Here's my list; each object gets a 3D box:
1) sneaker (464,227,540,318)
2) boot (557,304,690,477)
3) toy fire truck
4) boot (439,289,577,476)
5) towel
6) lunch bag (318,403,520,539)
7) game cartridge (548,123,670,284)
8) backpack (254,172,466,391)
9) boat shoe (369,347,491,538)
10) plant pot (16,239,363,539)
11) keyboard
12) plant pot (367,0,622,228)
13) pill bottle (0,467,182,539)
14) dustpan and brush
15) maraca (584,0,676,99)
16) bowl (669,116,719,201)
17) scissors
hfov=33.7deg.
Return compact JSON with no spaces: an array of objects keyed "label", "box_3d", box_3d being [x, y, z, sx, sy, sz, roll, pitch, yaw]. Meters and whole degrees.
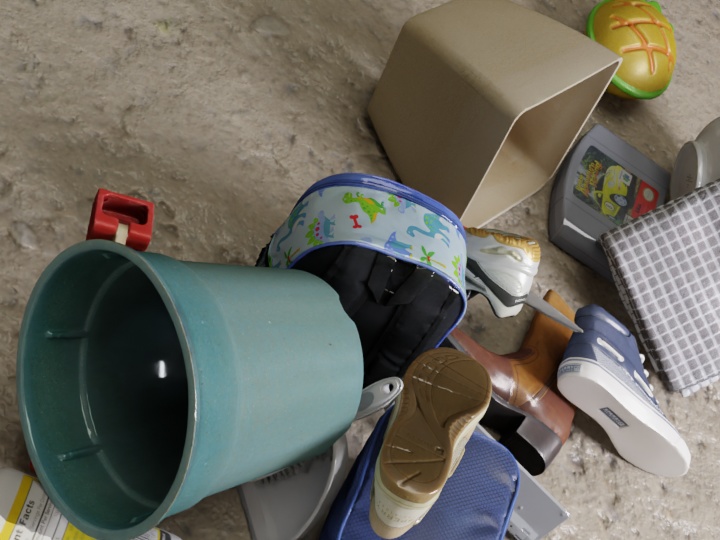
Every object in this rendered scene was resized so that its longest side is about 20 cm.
[{"label":"sneaker","box_3d":[0.079,-0.009,1.181,0.198,0.089,0.075,18,11,34]},{"label":"boot","box_3d":[0.277,0.123,1.206,0.200,0.072,0.091,44,51,-30]},{"label":"toy fire truck","box_3d":[-0.216,0.053,0.955,0.048,0.141,0.202,15,54,-20]},{"label":"boot","box_3d":[0.165,0.077,1.208,0.188,0.069,0.200,41,48,1]},{"label":"towel","box_3d":[0.371,0.018,1.289,0.164,0.086,0.202,-26,85,4]},{"label":"lunch bag","box_3d":[0.041,0.219,1.002,0.135,0.133,0.201,27,51,-1]},{"label":"game cartridge","box_3d":[0.293,-0.084,1.410,0.132,0.041,0.201,30,50,-4]},{"label":"backpack","box_3d":[0.000,0.000,1.076,0.181,0.200,0.148,20,52,-16]},{"label":"boat shoe","box_3d":[0.052,0.132,0.943,0.072,0.065,0.200,25,33,5]},{"label":"plant pot","box_3d":[-0.113,0.076,0.868,0.195,0.200,0.202,-4,61,-48]},{"label":"keyboard","box_3d":[0.107,0.176,1.103,0.200,0.056,0.011,44,18,-7]},{"label":"plant pot","box_3d":[0.125,-0.182,1.285,0.177,0.201,0.199,44,48,17]},{"label":"pill bottle","box_3d":[-0.237,0.211,0.860,0.198,0.111,0.112,26,50,-12]},{"label":"dustpan and brush","box_3d":[-0.038,0.136,0.964,0.057,0.199,0.141,22,43,-59]},{"label":"maraca","box_3d":[0.351,-0.299,1.536,0.136,0.107,0.201,35,49,-15]},{"label":"bowl","box_3d":[0.424,-0.100,1.407,0.089,0.202,0.203,8,54,-3]},{"label":"scissors","box_3d":[0.141,0.002,1.202,0.198,0.014,0.074,17,80,24]}]
